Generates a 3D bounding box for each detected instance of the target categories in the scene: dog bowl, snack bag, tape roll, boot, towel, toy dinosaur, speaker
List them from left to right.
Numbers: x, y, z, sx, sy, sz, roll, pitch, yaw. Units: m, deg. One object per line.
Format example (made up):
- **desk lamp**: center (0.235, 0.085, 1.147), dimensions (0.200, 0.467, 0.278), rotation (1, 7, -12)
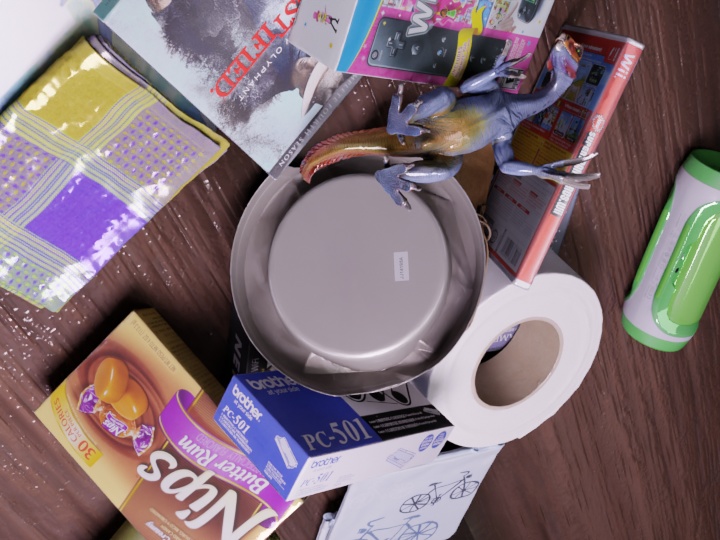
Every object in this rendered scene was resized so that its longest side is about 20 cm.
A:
- **towel**: center (-0.202, -0.060, 0.684), dimensions (0.199, 0.023, 0.143), rotation (-40, 139, 9)
- **dog bowl**: center (0.000, 0.000, 0.766), dimensions (0.199, 0.201, 0.059), rotation (-38, 166, -1)
- **snack bag**: center (0.044, 0.251, 1.044), dimensions (0.185, 0.022, 0.202), rotation (-7, 139, -25)
- **boot**: center (0.089, -0.042, 0.825), dimensions (0.073, 0.075, 0.204), rotation (12, 94, -35)
- **toy dinosaur**: center (0.080, -0.124, 0.718), dimensions (0.181, 0.197, 0.107), rotation (-34, 128, -44)
- **tape roll**: center (0.135, 0.072, 0.945), dimensions (0.199, 0.071, 0.206), rotation (-16, 128, -22)
- **speaker**: center (0.341, -0.019, 1.021), dimensions (0.087, 0.089, 0.203), rotation (-2, 122, -30)

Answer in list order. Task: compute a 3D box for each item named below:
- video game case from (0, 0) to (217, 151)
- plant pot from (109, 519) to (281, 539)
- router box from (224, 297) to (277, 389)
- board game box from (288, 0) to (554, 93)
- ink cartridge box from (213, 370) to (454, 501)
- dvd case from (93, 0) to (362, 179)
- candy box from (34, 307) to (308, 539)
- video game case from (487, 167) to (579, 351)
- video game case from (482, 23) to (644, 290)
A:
- **video game case**: center (-0.175, -0.167, 0.649), dimensions (0.196, 0.022, 0.185), rotation (-1, 121, -31)
- **plant pot**: center (-0.168, 0.291, 0.876), dimensions (0.199, 0.199, 0.186), rotation (33, 90, -41)
- **router box**: center (-0.044, 0.101, 0.892), dimensions (0.154, 0.052, 0.204), rotation (-7, 124, -27)
- **board game box**: center (0.059, -0.213, 0.708), dimensions (0.197, 0.064, 0.150), rotation (-2, 121, -41)
- **ink cartridge box**: center (-0.015, 0.121, 0.784), dimensions (0.198, 0.094, 0.045), rotation (0, 124, -54)
- **dvd case**: center (-0.071, -0.171, 0.684), dimensions (0.146, 0.022, 0.200), rotation (-49, 142, -1)
- **candy box**: center (-0.147, 0.144, 0.778), dimensions (0.116, 0.201, 0.056), rotation (-42, 177, 4)
- **video game case**: center (0.131, -0.006, 0.948), dimensions (0.140, 0.019, 0.203), rotation (-5, 124, -28)
- **video game case**: center (0.153, -0.098, 0.800), dimensions (0.017, 0.143, 0.203), rotation (20, 104, -14)
